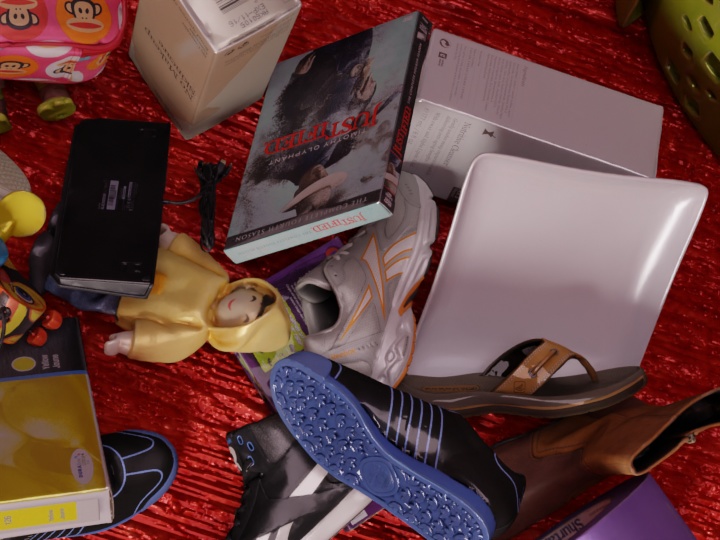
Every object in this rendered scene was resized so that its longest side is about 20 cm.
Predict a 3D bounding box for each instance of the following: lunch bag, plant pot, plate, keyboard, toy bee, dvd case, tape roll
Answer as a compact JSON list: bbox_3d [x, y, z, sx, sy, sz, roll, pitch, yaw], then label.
[{"bbox_3d":[-0.277,-0.233,1.306,0.199,0.082,0.177,-2,75,-23],"label":"lunch bag"},{"bbox_3d":[0.333,-0.242,1.444,0.200,0.199,0.182,-39,79,-17],"label":"plant pot"},{"bbox_3d":[0.146,0.003,1.358,0.199,0.200,0.032,7,29,-20],"label":"plate"},{"bbox_3d":[-0.162,-0.049,1.325,0.126,0.021,0.200,4,41,-4],"label":"keyboard"},{"bbox_3d":[-0.274,0.016,1.269,0.131,0.109,0.201,-28,55,22],"label":"toy bee"},{"bbox_3d":[-0.024,-0.103,1.337,0.022,0.145,0.201,46,42,-38],"label":"dvd case"},{"bbox_3d":[0.153,0.238,1.274,0.200,0.200,0.085,-35,84,-18],"label":"tape roll"}]

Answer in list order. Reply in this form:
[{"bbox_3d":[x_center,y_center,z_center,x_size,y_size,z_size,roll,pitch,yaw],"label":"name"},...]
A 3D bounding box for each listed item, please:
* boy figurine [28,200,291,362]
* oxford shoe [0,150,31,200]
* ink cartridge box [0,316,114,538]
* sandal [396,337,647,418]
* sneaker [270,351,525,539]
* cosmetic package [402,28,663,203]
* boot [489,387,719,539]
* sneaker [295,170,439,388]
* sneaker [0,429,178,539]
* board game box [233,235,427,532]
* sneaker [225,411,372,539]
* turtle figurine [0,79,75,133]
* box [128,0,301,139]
[{"bbox_3d":[-0.149,0.020,1.317,0.199,0.065,0.125,20,51,9],"label":"boy figurine"},{"bbox_3d":[-0.347,-0.091,1.336,0.199,0.075,0.058,24,108,-13],"label":"oxford shoe"},{"bbox_3d":[-0.287,0.114,1.242,0.199,0.047,0.198,-5,38,-14],"label":"ink cartridge box"},{"bbox_3d":[0.122,0.079,1.340,0.199,0.082,0.055,-1,98,0],"label":"sandal"},{"bbox_3d":[0.028,0.121,1.261,0.200,0.070,0.078,40,39,10],"label":"sneaker"},{"bbox_3d":[0.128,-0.102,1.398,0.199,0.113,0.081,18,55,-4],"label":"cosmetic package"},{"bbox_3d":[0.167,0.151,1.298,0.188,0.200,0.069,-25,93,-18],"label":"boot"},{"bbox_3d":[0.000,0.000,1.338,0.092,0.076,0.201,21,56,-17],"label":"sneaker"},{"bbox_3d":[-0.225,0.163,1.281,0.199,0.078,0.070,-19,80,-15],"label":"sneaker"},{"bbox_3d":[-0.015,0.088,1.370,0.120,0.032,0.200,-31,84,-13],"label":"board game box"},{"bbox_3d":[-0.082,0.180,1.307,0.200,0.073,0.112,-41,81,-9],"label":"sneaker"},{"bbox_3d":[-0.290,-0.190,1.367,0.199,0.064,0.162,-12,83,-23],"label":"turtle figurine"},{"bbox_3d":[-0.114,-0.182,1.329,0.078,0.200,0.095,-32,83,-18],"label":"box"}]
